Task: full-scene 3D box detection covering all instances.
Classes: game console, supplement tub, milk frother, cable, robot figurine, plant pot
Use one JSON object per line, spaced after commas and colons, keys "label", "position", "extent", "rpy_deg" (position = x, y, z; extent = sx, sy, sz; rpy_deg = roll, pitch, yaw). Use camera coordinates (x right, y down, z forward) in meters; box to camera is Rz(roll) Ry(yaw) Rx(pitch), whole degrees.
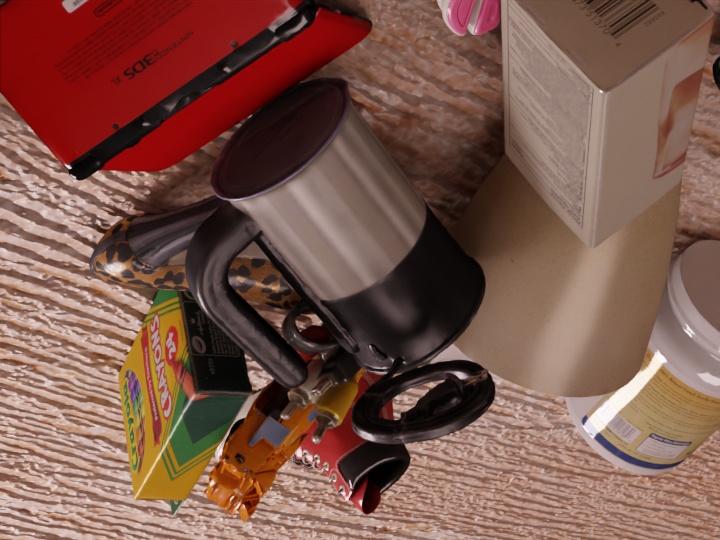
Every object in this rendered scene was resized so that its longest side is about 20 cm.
{"label": "game console", "position": [-0.120, -0.154, 0.943], "extent": [0.199, 0.119, 0.173], "rpy_deg": [-31, 112, 20]}
{"label": "supplement tub", "position": [0.293, 0.080, 1.329], "extent": [0.143, 0.145, 0.200], "rpy_deg": [4, 142, -27]}
{"label": "milk frother", "position": [0.000, 0.000, 0.982], "extent": [0.181, 0.199, 0.188], "rpy_deg": [-51, 123, -18]}
{"label": "cable", "position": [-0.001, 0.042, 1.146], "extent": [0.050, 0.097, 0.200], "rpy_deg": [-22, -164, 49]}
{"label": "robot figurine", "position": [-0.050, 0.109, 1.195], "extent": [0.200, 0.058, 0.145], "rpy_deg": [-49, 175, -28]}
{"label": "plant pot", "position": [0.166, -0.041, 1.103], "extent": [0.186, 0.188, 0.201], "rpy_deg": [1, 128, -23]}

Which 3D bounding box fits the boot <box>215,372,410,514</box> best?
{"label": "boot", "position": [-0.047, 0.174, 1.325], "extent": [0.199, 0.145, 0.072], "rpy_deg": [-32, 145, 24]}

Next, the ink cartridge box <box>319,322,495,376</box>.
{"label": "ink cartridge box", "position": [0.082, 0.034, 1.267], "extent": [0.199, 0.048, 0.146], "rpy_deg": [4, 142, -30]}

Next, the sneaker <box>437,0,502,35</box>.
{"label": "sneaker", "position": [0.110, -0.229, 0.886], "extent": [0.199, 0.088, 0.074], "rpy_deg": [-36, 154, -12]}

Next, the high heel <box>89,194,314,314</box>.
{"label": "high heel", "position": [-0.111, 0.001, 1.136], "extent": [0.142, 0.072, 0.200], "rpy_deg": [-18, 150, 23]}

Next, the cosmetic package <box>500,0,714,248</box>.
{"label": "cosmetic package", "position": [0.151, -0.114, 0.909], "extent": [0.087, 0.104, 0.200], "rpy_deg": [-35, 158, -10]}

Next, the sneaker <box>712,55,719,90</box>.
{"label": "sneaker", "position": [0.352, -0.155, 1.100], "extent": [0.199, 0.077, 0.084], "rpy_deg": [7, 157, -25]}

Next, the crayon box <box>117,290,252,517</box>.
{"label": "crayon box", "position": [-0.154, 0.104, 1.196], "extent": [0.050, 0.128, 0.200], "rpy_deg": [4, 141, -26]}
